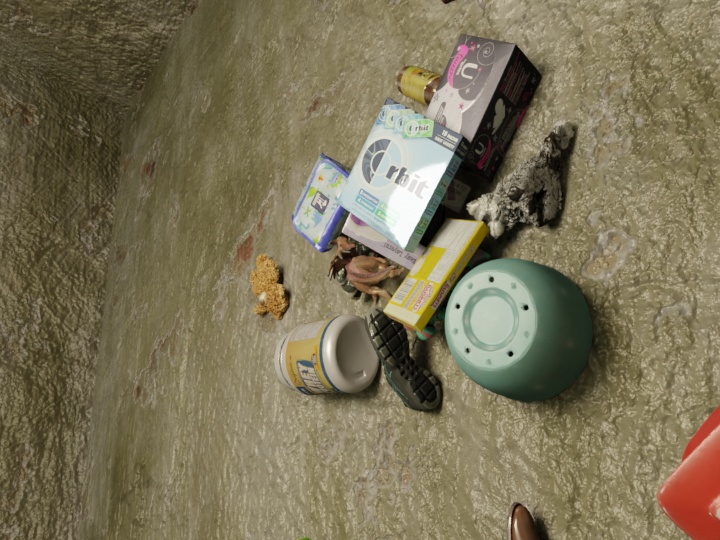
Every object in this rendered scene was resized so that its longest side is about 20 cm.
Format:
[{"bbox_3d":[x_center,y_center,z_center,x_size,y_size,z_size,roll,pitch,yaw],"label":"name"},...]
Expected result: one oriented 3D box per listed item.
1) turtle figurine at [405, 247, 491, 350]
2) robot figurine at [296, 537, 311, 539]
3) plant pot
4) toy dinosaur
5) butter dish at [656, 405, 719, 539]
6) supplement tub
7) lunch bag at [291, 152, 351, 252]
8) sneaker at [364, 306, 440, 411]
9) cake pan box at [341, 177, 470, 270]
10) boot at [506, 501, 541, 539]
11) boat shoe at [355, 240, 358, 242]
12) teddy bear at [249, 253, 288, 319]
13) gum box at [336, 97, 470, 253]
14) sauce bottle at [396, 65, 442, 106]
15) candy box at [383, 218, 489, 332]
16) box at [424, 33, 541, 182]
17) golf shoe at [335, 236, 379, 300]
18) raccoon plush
[{"bbox_3d":[0.145,0.054,0.918,0.148,0.099,0.206,23,87,48],"label":"turtle figurine"},{"bbox_3d":[-0.094,0.587,0.974,0.197,0.113,0.183,-25,60,42],"label":"robot figurine"},{"bbox_3d":[0.206,0.078,0.747,0.195,0.159,0.210,-8,76,33],"label":"plant pot"},{"bbox_3d":[0.000,0.000,0.961,0.088,0.132,0.200,-62,10,0],"label":"toy dinosaur"},{"bbox_3d":[0.411,0.190,0.522,0.198,0.148,0.202,37,109,5],"label":"butter dish"},{"bbox_3d":[-0.071,0.174,1.082,0.196,0.142,0.151,-16,64,45],"label":"supplement tub"},{"bbox_3d":[-0.070,-0.148,1.188,0.174,0.124,0.201,-62,24,13],"label":"lunch bag"},{"bbox_3d":[0.058,0.161,0.935,0.204,0.074,0.079,59,146,-1],"label":"sneaker"},{"bbox_3d":[0.087,-0.110,0.996,0.195,0.052,0.189,29,100,5],"label":"cake pan box"},{"bbox_3d":[0.285,0.376,0.649,0.197,0.063,0.194,-30,67,43],"label":"boot"},{"bbox_3d":[0.030,-0.159,1.101,0.072,0.076,0.208,6,57,17],"label":"boat shoe"},{"bbox_3d":[-0.251,0.041,1.404,0.145,0.065,0.205,-47,45,30],"label":"teddy bear"},{"bbox_3d":[0.068,-0.164,0.916,0.168,0.044,0.205,34,103,30],"label":"gum box"},{"bbox_3d":[0.149,-0.368,1.094,0.200,0.063,0.066,43,108,46],"label":"sauce bottle"},{"bbox_3d":[0.123,0.001,0.881,0.202,0.026,0.101,-54,29,-10],"label":"candy box"},{"bbox_3d":[0.203,-0.287,0.947,0.131,0.113,0.206,33,100,42],"label":"box"},{"bbox_3d":[0.007,-0.037,1.122,0.075,0.089,0.204,14,61,24],"label":"golf shoe"},{"bbox_3d":[0.266,-0.139,0.883,0.201,0.097,0.133,-50,21,-19],"label":"raccoon plush"}]
